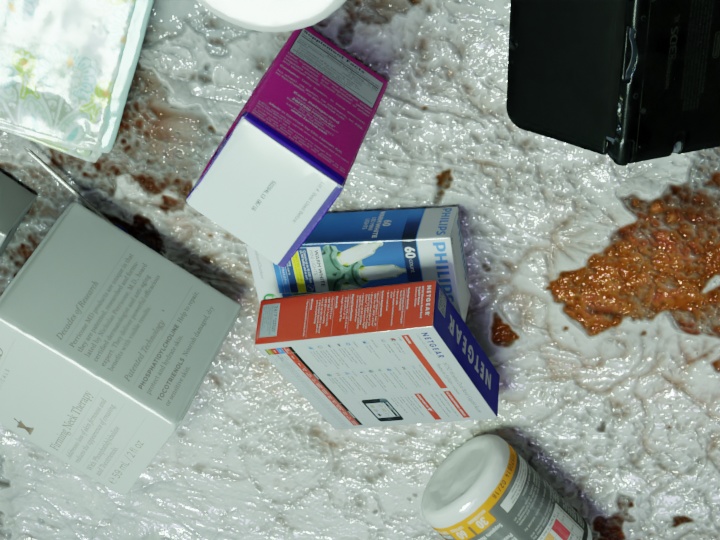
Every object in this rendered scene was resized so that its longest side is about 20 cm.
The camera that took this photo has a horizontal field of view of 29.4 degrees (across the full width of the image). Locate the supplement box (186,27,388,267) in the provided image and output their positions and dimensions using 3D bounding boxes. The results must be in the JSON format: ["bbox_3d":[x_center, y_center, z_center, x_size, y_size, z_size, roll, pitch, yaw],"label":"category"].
[{"bbox_3d":[-0.058,-0.113,1.175,0.103,0.200,0.101,34,123,-8],"label":"supplement box"}]

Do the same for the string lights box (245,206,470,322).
[{"bbox_3d":[0.000,0.000,1.316,0.198,0.059,0.103,-2,122,15],"label":"string lights box"}]

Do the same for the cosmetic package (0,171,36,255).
[{"bbox_3d":[-0.437,-0.077,1.361,0.199,0.090,0.107,35,125,-13],"label":"cosmetic package"}]

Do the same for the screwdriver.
[{"bbox_3d":[-0.259,-0.052,1.361,0.200,0.029,0.028,41,122,-19],"label":"screwdriver"}]

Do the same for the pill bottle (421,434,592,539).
[{"bbox_3d":[0.166,0.273,1.415,0.116,0.117,0.200,-37,107,30],"label":"pill bottle"}]

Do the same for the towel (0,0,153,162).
[{"bbox_3d":[-0.282,-0.210,1.229,0.170,0.048,0.201,17,113,-12],"label":"towel"}]

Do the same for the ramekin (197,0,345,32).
[{"bbox_3d":[-0.070,-0.295,1.124,0.199,0.098,0.202,6,123,10],"label":"ramekin"}]

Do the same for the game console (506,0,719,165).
[{"bbox_3d":[0.227,-0.205,1.156,0.174,0.117,0.201,-11,124,-15],"label":"game console"}]

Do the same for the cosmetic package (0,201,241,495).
[{"bbox_3d":[-0.258,0.079,1.348,0.199,0.167,0.168,32,138,-7],"label":"cosmetic package"}]

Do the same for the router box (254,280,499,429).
[{"bbox_3d":[0.021,0.087,1.316,0.178,0.049,0.200,-6,148,21],"label":"router box"}]
